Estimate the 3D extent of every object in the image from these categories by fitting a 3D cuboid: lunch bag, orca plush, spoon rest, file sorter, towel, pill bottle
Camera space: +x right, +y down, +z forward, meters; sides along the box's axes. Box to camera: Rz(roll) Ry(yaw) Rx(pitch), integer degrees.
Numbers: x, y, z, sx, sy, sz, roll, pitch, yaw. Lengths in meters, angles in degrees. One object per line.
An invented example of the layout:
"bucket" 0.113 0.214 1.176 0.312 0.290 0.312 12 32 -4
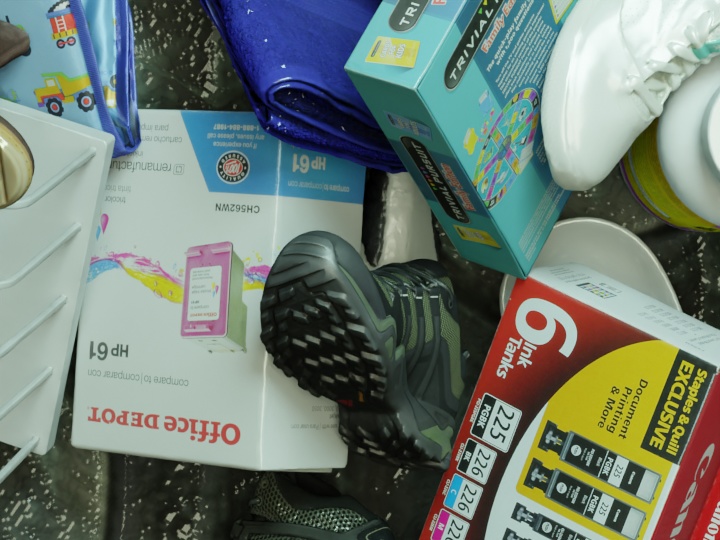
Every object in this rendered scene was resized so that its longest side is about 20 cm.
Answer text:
"lunch bag" -0.206 -0.139 1.491 0.150 0.094 0.201 -5 97 27
"orca plush" 0.000 0.000 1.541 0.071 0.105 0.201 3 112 32
"spoon rest" 0.169 0.053 1.560 0.200 0.061 0.099 43 88 -4
"file sorter" -0.238 0.014 1.450 0.138 0.125 0.201 18 114 10
"towel" -0.036 -0.140 1.469 0.050 0.147 0.200 -45 49 25
"pill bottle" 0.212 -0.074 1.492 0.104 0.200 0.105 0 91 -4

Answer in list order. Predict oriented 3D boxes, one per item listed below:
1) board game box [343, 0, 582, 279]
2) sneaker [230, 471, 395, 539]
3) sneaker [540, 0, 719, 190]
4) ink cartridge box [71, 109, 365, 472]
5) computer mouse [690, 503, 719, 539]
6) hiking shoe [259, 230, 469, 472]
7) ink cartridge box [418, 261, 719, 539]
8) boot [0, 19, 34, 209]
"board game box" 0.076 -0.111 1.412 0.047 0.200 0.151 19 70 30
"sneaker" -0.066 0.185 1.541 0.199 0.076 0.114 -22 51 21
"sneaker" 0.168 -0.128 1.415 0.088 0.075 0.200 16 69 32
"ink cartridge box" -0.081 0.011 1.497 0.144 0.085 0.201 3 91 36
"computer mouse" 0.237 0.161 1.566 0.140 0.046 0.200 27 114 -30
"hiking shoe" 0.006 0.026 1.442 0.076 0.200 0.101 4 57 24
"ink cartridge box" 0.145 0.122 1.489 0.175 0.084 0.201 25 105 24
"boot" -0.219 -0.101 1.374 0.200 0.166 0.073 19 120 23
